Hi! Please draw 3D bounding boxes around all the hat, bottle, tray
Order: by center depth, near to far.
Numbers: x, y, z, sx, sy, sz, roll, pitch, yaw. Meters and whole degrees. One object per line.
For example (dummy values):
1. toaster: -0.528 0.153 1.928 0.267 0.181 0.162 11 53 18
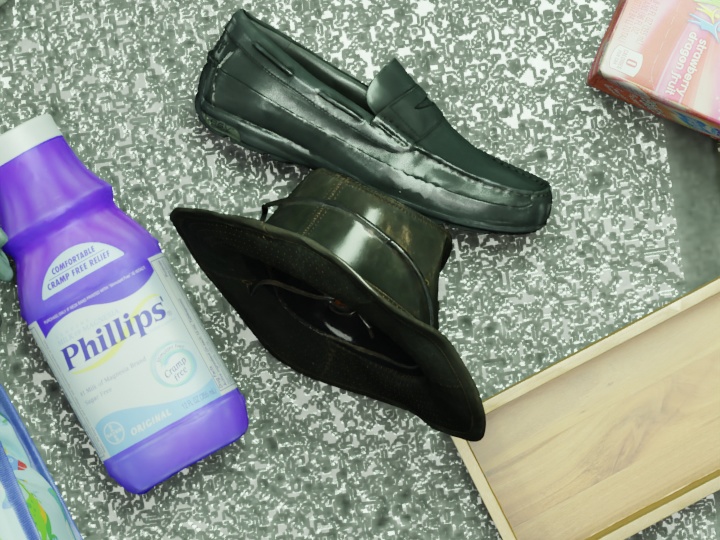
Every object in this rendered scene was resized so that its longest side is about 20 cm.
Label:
1. hat: 0.000 0.000 1.412 0.200 0.201 0.081 31 73 1
2. bottle: -0.136 0.015 1.464 0.083 0.065 0.201 -28 89 -1
3. tray: 0.154 0.078 1.476 0.199 0.037 0.099 -27 89 1

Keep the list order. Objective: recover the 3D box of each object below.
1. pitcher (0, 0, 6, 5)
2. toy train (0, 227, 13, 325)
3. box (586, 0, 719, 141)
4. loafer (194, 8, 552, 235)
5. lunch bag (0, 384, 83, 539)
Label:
1. pitcher: -0.258 -0.227 1.420 0.199 0.172 0.122 24 56 3
2. toy train: -0.255 -0.044 1.424 0.085 0.114 0.200 -37 66 2
3. box: 0.203 -0.172 1.448 0.102 0.095 0.201 22 90 1
4. loafer: 0.011 -0.076 1.460 0.200 0.068 0.071 22 104 4
5. lunch bag: -0.238 0.150 1.441 0.169 0.127 0.201 -27 76 2
